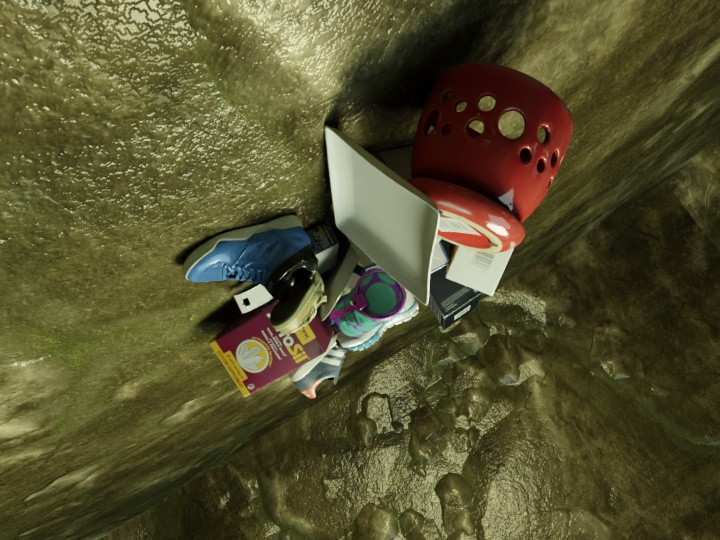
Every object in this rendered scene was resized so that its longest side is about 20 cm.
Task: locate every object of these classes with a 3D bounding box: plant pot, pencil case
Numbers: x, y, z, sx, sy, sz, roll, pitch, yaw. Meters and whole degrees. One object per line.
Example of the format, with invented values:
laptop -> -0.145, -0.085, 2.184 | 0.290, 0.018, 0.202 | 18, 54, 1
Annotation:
plant pot -> 0.157, -0.134, 0.693 | 0.200, 0.196, 0.187 | 41, 70, -73
pencil case -> 0.008, 0.058, 0.886 | 0.090, 0.088, 0.200 | -7, 167, -15

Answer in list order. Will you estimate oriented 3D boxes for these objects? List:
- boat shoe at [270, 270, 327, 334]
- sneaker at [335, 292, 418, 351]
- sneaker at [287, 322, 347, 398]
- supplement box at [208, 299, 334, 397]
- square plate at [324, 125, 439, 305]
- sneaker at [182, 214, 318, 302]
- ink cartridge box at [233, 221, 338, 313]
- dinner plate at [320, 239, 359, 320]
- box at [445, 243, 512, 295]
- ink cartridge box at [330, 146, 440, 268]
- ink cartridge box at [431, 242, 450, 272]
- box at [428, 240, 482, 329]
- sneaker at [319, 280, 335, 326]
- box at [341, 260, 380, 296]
boat shoe -> -0.090, 0.059, 0.837 | 0.072, 0.064, 0.201 | -29, -169, 10
sneaker -> 0.026, 0.079, 1.022 | 0.198, 0.089, 0.074 | -32, -150, -28
sneaker -> -0.056, 0.176, 1.066 | 0.199, 0.086, 0.074 | -40, -163, -23
supplement box -> -0.169, 0.130, 1.012 | 0.197, 0.133, 0.103 | -30, -170, 14
square plate -> 0.030, -0.072, 0.696 | 0.028, 0.199, 0.200 | -37, 152, -22
sneaker -> -0.154, -0.001, 0.775 | 0.196, 0.113, 0.077 | -22, 162, -30
ink cartridge box -> -0.134, -0.004, 0.916 | 0.196, 0.051, 0.109 | -27, 164, -14
dinner plate -> -0.036, -0.002, 0.981 | 0.203, 0.024, 0.201 | -61, -170, 17
box -> 0.258, -0.070, 1.108 | 0.201, 0.104, 0.156 | -64, 173, -65
ink cartridge box -> 0.076, -0.111, 0.854 | 0.196, 0.127, 0.129 | -19, 160, -36
ink cartridge box -> 0.117, -0.032, 1.156 | 0.134, 0.078, 0.200 | -27, -173, 8
box -> 0.211, 0.024, 1.357 | 0.122, 0.201, 0.200 | -32, 164, 0
sneaker -> -0.083, 0.093, 1.137 | 0.201, 0.083, 0.073 | -52, -158, -24
box -> 0.000, 0.000, 1.035 | 0.200, 0.059, 0.119 | -50, -165, 57
